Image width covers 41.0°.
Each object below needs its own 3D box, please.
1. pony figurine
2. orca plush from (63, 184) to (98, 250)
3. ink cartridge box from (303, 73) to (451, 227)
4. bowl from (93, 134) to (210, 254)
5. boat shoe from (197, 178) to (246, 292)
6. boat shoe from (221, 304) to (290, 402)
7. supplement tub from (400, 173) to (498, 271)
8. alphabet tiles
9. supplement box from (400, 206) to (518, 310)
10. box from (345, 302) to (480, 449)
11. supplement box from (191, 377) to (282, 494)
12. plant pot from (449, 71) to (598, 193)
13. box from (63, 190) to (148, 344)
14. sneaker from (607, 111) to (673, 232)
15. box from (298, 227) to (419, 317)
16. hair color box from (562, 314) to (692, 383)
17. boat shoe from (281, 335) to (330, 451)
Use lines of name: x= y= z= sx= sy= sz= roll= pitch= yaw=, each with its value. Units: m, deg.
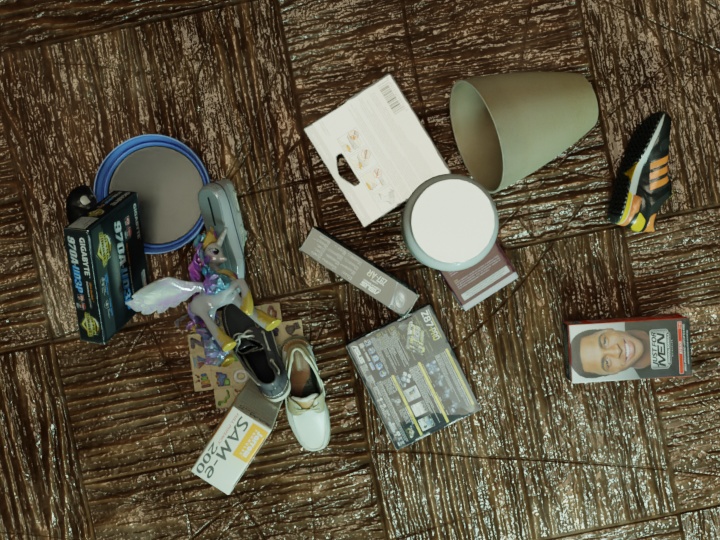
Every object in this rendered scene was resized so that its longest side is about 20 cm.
pony figurine: x=-0.248 y=0.051 z=1.549 sx=0.193 sy=0.166 sz=0.200 roll=-39 pitch=67 yaw=13
orca plush: x=-0.468 y=-0.038 z=1.601 sx=0.105 sy=0.071 sz=0.201 roll=14 pitch=108 yaw=39
ink cartridge box: x=0.029 y=-0.199 z=1.617 sx=0.173 sy=0.044 sz=0.200 roll=-32 pitch=91 yaw=3
bowl: x=-0.348 y=-0.128 z=1.630 sx=0.200 sy=0.039 sz=0.201 roll=0 pitch=92 yaw=2
boat shoe: x=-0.217 y=-0.055 z=1.612 sx=0.073 sy=0.067 sz=0.201 roll=11 pitch=119 yaw=29
boat shoe: x=-0.176 y=0.121 z=1.587 sx=0.073 sy=0.063 sz=0.200 roll=-30 pitch=63 yaw=-3
supplement tub: x=0.135 y=-0.072 z=1.480 sx=0.144 sy=0.200 sz=0.146 roll=0 pitch=91 yaw=1
alphabet tiles: x=-0.193 y=0.146 z=1.653 sx=0.199 sy=0.006 sz=0.167 roll=-8 pitch=91 yaw=2
supplement box: x=0.163 y=-0.046 z=1.610 sx=0.109 sy=0.061 sz=0.200 roll=-32 pitch=92 yaw=2
box: x=0.088 y=0.177 z=1.626 sx=0.161 sy=0.049 sz=0.201 roll=-27 pitch=91 yaw=4
supplement box: x=-0.195 y=0.261 z=1.555 sx=0.073 sy=0.200 sz=0.126 roll=33 pitch=96 yaw=-3
plant pot: x=0.274 y=-0.243 z=1.555 sx=0.199 sy=0.187 sz=0.188 roll=-19 pitch=92 yaw=-12
box: x=-0.402 y=-0.007 z=1.541 sx=0.046 sy=0.159 sz=0.201 roll=7 pitch=117 yaw=15
sneaker: x=0.485 y=-0.160 z=1.602 sx=0.090 sy=0.070 sz=0.201 roll=20 pitch=93 yaw=-14
box: x=0.000 y=0.000 z=1.566 sx=0.200 sy=0.160 sz=0.044 roll=33 pitch=93 yaw=-1
hair color box: x=0.444 y=0.130 z=1.609 sx=0.199 sy=0.061 sz=0.102 roll=-4 pitch=93 yaw=2
boat shoe: x=-0.095 y=0.213 z=1.617 sx=0.074 sy=0.068 sz=0.201 roll=-15 pitch=98 yaw=-3
